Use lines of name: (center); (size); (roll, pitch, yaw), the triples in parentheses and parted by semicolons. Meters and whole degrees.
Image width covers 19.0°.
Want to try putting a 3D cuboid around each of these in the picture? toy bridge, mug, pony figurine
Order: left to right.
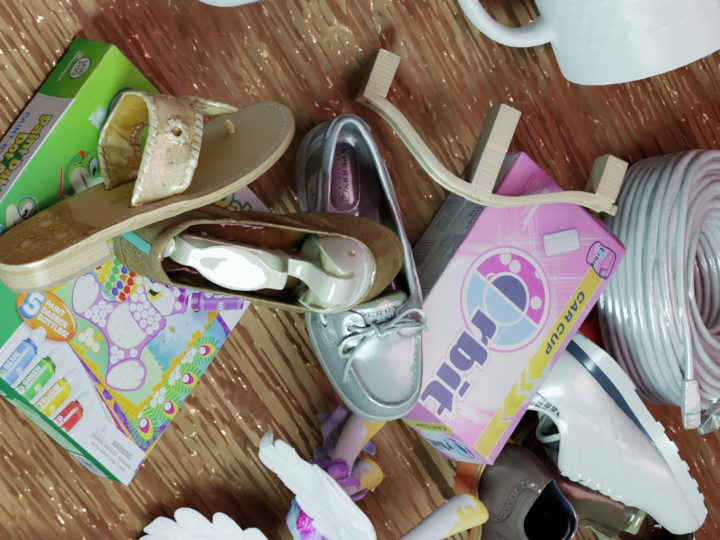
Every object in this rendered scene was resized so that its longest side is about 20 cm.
pony figurine: (-0.019, 0.177, 1.408); (0.193, 0.167, 0.200); (45, 40, -11)
toy bridge: (0.088, -0.079, 1.458); (0.200, 0.027, 0.067); (24, 78, -14)
mug: (0.158, -0.229, 1.488); (0.200, 0.148, 0.175); (-23, 111, -3)

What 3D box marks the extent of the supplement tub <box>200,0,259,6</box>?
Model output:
supplement tub: (-0.022, -0.240, 1.314); (0.200, 0.132, 0.132); (-19, 113, -39)

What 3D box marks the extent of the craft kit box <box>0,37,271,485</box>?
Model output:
craft kit box: (-0.157, -0.003, 1.312); (0.200, 0.048, 0.198); (47, 66, -39)

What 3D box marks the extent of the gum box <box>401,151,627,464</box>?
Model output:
gum box: (0.089, 0.021, 1.506); (0.113, 0.066, 0.200); (41, 72, -23)

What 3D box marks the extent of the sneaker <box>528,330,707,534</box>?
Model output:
sneaker: (0.180, 0.130, 1.579); (0.080, 0.076, 0.200); (-42, 114, -7)

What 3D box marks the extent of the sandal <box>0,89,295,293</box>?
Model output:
sandal: (-0.127, -0.069, 1.243); (0.212, 0.078, 0.070); (-34, 127, -26)

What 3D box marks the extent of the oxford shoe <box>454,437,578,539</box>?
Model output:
oxford shoe: (0.121, 0.197, 1.576); (0.071, 0.073, 0.200); (-50, 146, -21)

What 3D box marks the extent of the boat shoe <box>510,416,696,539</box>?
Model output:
boat shoe: (0.192, 0.170, 1.651); (0.202, 0.075, 0.075); (31, 79, -42)

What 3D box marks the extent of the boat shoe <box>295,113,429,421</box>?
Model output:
boat shoe: (0.001, -0.001, 1.402); (0.074, 0.065, 0.202); (-7, 89, -11)

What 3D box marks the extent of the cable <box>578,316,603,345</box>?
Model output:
cable: (0.119, 0.066, 1.574); (0.200, 0.050, 0.097); (-5, 103, -42)

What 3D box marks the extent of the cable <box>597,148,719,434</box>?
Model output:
cable: (0.251, 0.007, 1.638); (0.200, 0.069, 0.200); (-33, 114, -51)

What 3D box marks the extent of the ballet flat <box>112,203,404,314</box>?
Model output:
ballet flat: (-0.051, -0.005, 1.301); (0.200, 0.072, 0.068); (11, 105, -30)
